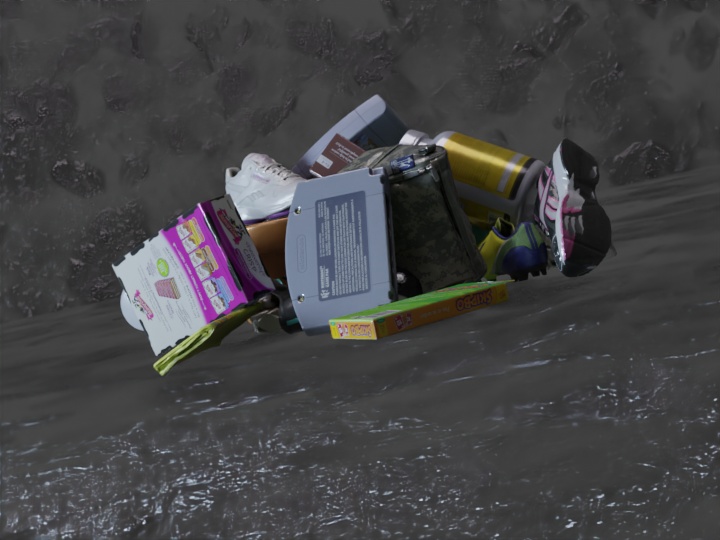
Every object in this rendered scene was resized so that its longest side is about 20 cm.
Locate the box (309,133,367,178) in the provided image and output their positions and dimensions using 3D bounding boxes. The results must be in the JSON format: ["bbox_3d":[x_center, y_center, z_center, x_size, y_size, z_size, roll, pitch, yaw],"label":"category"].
[{"bbox_3d":[0.005,-0.114,1.733,0.100,0.075,0.200,34,-4,19],"label":"box"}]

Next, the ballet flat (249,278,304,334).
[{"bbox_3d":[-0.107,0.048,1.526,0.068,0.069,0.200,-26,8,-17],"label":"ballet flat"}]

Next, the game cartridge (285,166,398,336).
[{"bbox_3d":[-0.024,-0.023,1.426,0.132,0.202,0.042,-12,-27,19],"label":"game cartridge"}]

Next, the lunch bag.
[{"bbox_3d":[0.067,-0.064,1.547,0.167,0.202,0.139,-4,27,42],"label":"lunch bag"}]

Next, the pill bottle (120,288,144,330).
[{"bbox_3d":[-0.299,0.039,1.893,0.111,0.114,0.200,-10,4,18],"label":"pill bottle"}]

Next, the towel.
[{"bbox_3d":[-0.174,0.078,1.405,0.086,0.018,0.200,-36,-2,13],"label":"towel"}]

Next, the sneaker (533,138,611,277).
[{"bbox_3d":[0.259,-0.064,1.498,0.080,0.201,0.086,25,-44,-16],"label":"sneaker"}]

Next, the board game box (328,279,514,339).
[{"bbox_3d":[0.072,0.042,1.323,0.199,0.030,0.095,-17,7,-30],"label":"board game box"}]

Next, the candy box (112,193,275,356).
[{"bbox_3d":[-0.214,0.008,1.509,0.199,0.137,0.061,-28,-3,39],"label":"candy box"}]

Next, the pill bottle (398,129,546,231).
[{"bbox_3d":[0.147,-0.125,1.627,0.198,0.113,0.112,22,16,20],"label":"pill bottle"}]

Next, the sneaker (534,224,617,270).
[{"bbox_3d":[0.271,-0.029,1.583,0.087,0.075,0.200,-34,9,-14],"label":"sneaker"}]

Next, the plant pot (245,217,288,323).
[{"bbox_3d":[-0.111,-0.005,1.732,0.198,0.142,0.200,-12,3,1],"label":"plant pot"}]

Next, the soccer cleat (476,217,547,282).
[{"bbox_3d":[0.186,-0.029,1.576,0.064,0.085,0.200,-13,4,-21],"label":"soccer cleat"}]

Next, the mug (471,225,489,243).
[{"bbox_3d":[0.151,-0.067,1.738,0.183,0.154,0.114,-11,5,23],"label":"mug"}]

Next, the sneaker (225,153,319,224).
[{"bbox_3d":[-0.128,-0.120,1.681,0.199,0.101,0.074,-6,4,43],"label":"sneaker"}]

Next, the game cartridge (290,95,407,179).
[{"bbox_3d":[-0.024,-0.172,1.791,0.200,0.042,0.133,-42,-17,7],"label":"game cartridge"}]

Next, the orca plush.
[{"bbox_3d":[0.000,0.000,1.502,0.105,0.072,0.199,32,-19,-38],"label":"orca plush"}]
